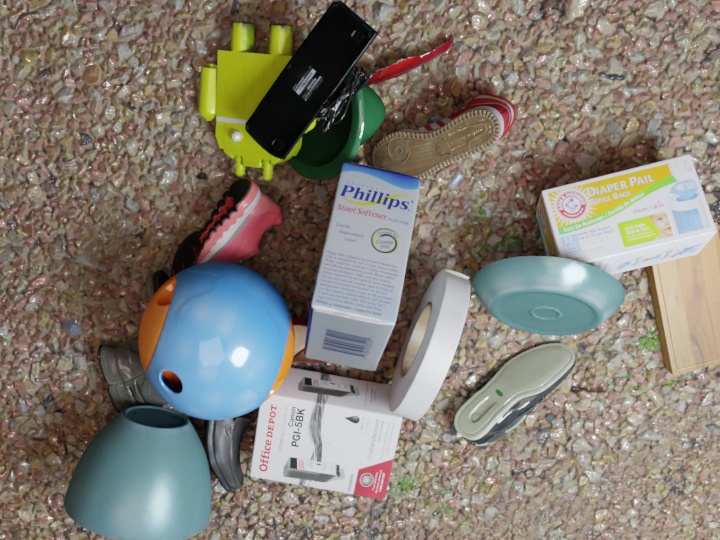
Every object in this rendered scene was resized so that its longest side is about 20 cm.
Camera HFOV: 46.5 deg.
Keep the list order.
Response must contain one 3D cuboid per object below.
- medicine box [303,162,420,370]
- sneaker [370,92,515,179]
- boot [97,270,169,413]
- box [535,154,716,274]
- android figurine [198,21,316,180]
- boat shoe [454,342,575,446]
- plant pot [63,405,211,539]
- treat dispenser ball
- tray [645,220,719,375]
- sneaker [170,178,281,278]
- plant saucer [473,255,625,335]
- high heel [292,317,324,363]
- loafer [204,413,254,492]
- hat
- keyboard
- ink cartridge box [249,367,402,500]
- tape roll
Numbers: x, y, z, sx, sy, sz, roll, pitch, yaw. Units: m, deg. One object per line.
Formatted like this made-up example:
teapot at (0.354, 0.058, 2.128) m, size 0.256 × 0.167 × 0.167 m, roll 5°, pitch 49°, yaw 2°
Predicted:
medicine box at (0.000, 0.000, 1.061) m, size 0.102 × 0.182 × 0.202 m, roll 12°, pitch 65°, yaw -1°
sneaker at (0.115, -0.179, 1.127) m, size 0.199 × 0.112 × 0.072 m, roll -13°, pitch 106°, yaw 34°
boot at (-0.316, 0.106, 1.188) m, size 0.129 × 0.068 × 0.202 m, roll -7°, pitch 101°, yaw 8°
box at (0.342, -0.062, 1.105) m, size 0.198 × 0.101 × 0.113 m, roll -14°, pitch 73°, yaw 3°
android figurine at (-0.135, -0.221, 1.099) m, size 0.181 × 0.041 × 0.202 m, roll 13°, pitch 106°, yaw 26°
boat shoe at (0.226, 0.178, 1.205) m, size 0.200 × 0.072 × 0.068 m, roll -39°, pitch 136°, yaw 1°
plant pot at (-0.294, 0.266, 1.155) m, size 0.198 × 0.200 × 0.136 m, roll 12°, pitch 97°, yaw -2°
treat dispenser ball at (-0.184, 0.089, 1.079) m, size 0.199 × 0.201 × 0.203 m, roll 0°, pitch 102°, yaw 1°
tray at (0.464, 0.038, 1.178) m, size 0.098 × 0.037 × 0.202 m, roll -14°, pitch 102°, yaw 4°
sneaker at (-0.184, -0.029, 1.153) m, size 0.087 × 0.074 × 0.200 m, roll 32°, pitch 112°, yaw -33°
plant saucer at (0.246, 0.043, 1.107) m, size 0.198 × 0.200 × 0.036 m, roll 13°, pitch 65°, yaw -2°
high heel at (-0.081, 0.103, 1.166) m, size 0.198 × 0.096 × 0.068 m, roll -12°, pitch 102°, yaw 3°
loafer at (-0.189, 0.222, 1.207) m, size 0.072 × 0.073 × 0.202 m, roll -11°, pitch 103°, yaw -2°
hat at (0.008, -0.214, 1.134) m, size 0.199 × 0.175 × 0.167 m, roll -6°, pitch 94°, yaw 45°
keyboard at (-0.050, -0.220, 1.031) m, size 0.104 × 0.040 × 0.200 m, roll 46°, pitch 108°, yaw 19°
ink cartridge box at (-0.049, 0.229, 1.188) m, size 0.198 × 0.083 × 0.148 m, roll 10°, pitch 114°, yaw -1°
tape roll at (0.090, 0.097, 1.110) m, size 0.037 × 0.203 × 0.204 m, roll 21°, pitch 102°, yaw -3°
